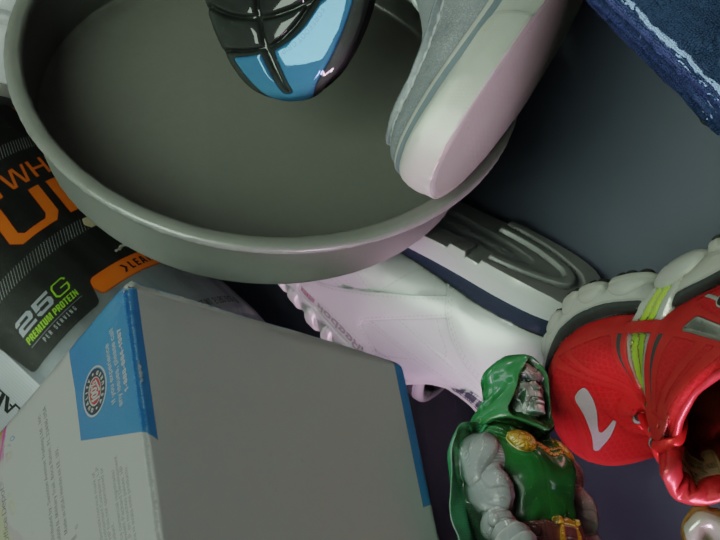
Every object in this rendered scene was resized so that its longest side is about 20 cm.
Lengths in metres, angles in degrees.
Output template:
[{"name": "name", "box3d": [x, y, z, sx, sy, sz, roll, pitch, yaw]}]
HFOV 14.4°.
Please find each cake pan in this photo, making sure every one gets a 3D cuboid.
[{"name": "cake pan", "box3d": [-0.039, -0.071, 1.109, 0.200, 0.200, 0.037, 37, 144, 23]}]

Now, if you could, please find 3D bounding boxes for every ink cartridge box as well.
[{"name": "ink cartridge box", "box3d": [-0.079, 0.125, 1.068, 0.200, 0.125, 0.129, -47, 40, 37]}]

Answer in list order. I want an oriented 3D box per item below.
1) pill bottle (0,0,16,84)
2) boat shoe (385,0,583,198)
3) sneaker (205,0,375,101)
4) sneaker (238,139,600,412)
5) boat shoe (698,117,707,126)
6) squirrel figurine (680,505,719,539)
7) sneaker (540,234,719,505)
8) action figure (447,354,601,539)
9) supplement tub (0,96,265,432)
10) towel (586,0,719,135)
[{"name": "pill bottle", "box3d": [-0.126, -0.180, 1.182, 0.111, 0.111, 0.200, 24, 103, 26]}, {"name": "boat shoe", "box3d": [0.048, -0.119, 1.072, 0.071, 0.070, 0.201, 24, 68, 12]}, {"name": "sneaker", "box3d": [-0.013, -0.153, 1.110, 0.073, 0.082, 0.200, -5, 67, 20]}, {"name": "sneaker", "box3d": [0.000, 0.000, 1.144, 0.200, 0.076, 0.081, 32, 116, 26]}, {"name": "boat shoe", "box3d": [0.147, -0.067, 1.027, 0.057, 0.069, 0.200, -43, 74, 23]}, {"name": "squirrel figurine", "box3d": [0.208, 0.125, 1.016, 0.187, 0.142, 0.200, 26, 90, 36]}, {"name": "sneaker", "box3d": [0.116, 0.045, 1.015, 0.200, 0.077, 0.085, 141, 146, -63]}, {"name": "action figure", "box3d": [0.070, 0.123, 1.026, 0.055, 0.118, 0.200, -27, 62, 31]}, {"name": "supplement tub", "box3d": [-0.142, 0.010, 1.190, 0.200, 0.123, 0.123, 41, 109, 21]}, {"name": "towel", "box3d": [0.174, -0.130, 0.976, 0.200, 0.049, 0.112, -41, 78, -10]}]
